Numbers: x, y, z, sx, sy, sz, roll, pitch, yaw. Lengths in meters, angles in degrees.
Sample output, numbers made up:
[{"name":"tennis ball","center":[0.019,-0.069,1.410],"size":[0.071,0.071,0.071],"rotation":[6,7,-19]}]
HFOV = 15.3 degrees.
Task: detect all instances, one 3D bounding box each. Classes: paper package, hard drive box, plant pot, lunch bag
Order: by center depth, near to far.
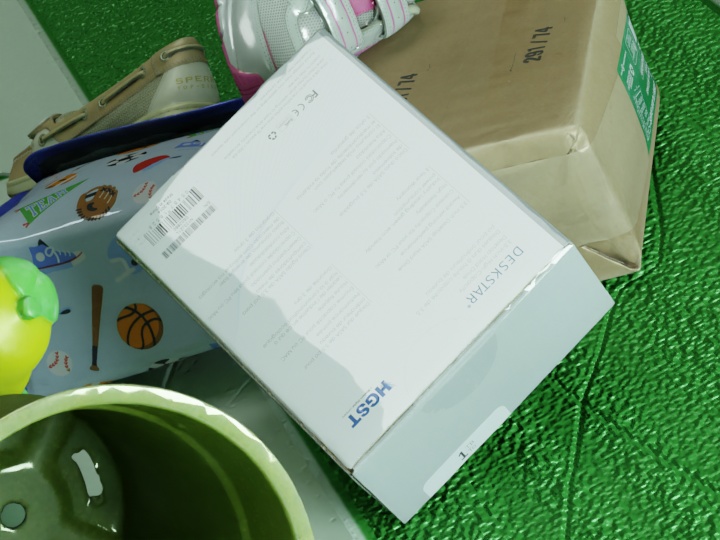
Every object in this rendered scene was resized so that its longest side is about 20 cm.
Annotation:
[{"name":"plant pot","center":[-0.144,0.136,1.264],"size":[0.200,0.201,0.190],"rotation":[-31,17,-14]},{"name":"hard drive box","center":[0.000,0.000,1.347],"size":[0.156,0.077,0.200],"rotation":[-45,57,-2]},{"name":"paper package","center":[0.065,-0.070,1.505],"size":[0.190,0.104,0.200],"rotation":[-13,30,18]},{"name":"lunch bag","center":[-0.117,-0.024,1.547],"size":[0.169,0.124,0.200],"rotation":[-14,14,17]}]

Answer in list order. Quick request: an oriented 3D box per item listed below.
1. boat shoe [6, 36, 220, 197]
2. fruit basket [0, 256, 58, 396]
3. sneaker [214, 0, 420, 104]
[{"name":"boat shoe","center":[-0.156,-0.089,1.677],"size":[0.073,0.063,0.200],"rotation":[-3,-10,-37]},{"name":"fruit basket","center":[-0.248,0.046,1.392],"size":[0.215,0.216,0.156],"rotation":[-35,64,-21]},{"name":"sneaker","center":[-0.015,-0.160,1.522],"size":[0.088,0.082,0.200],"rotation":[-7,34,30]}]
